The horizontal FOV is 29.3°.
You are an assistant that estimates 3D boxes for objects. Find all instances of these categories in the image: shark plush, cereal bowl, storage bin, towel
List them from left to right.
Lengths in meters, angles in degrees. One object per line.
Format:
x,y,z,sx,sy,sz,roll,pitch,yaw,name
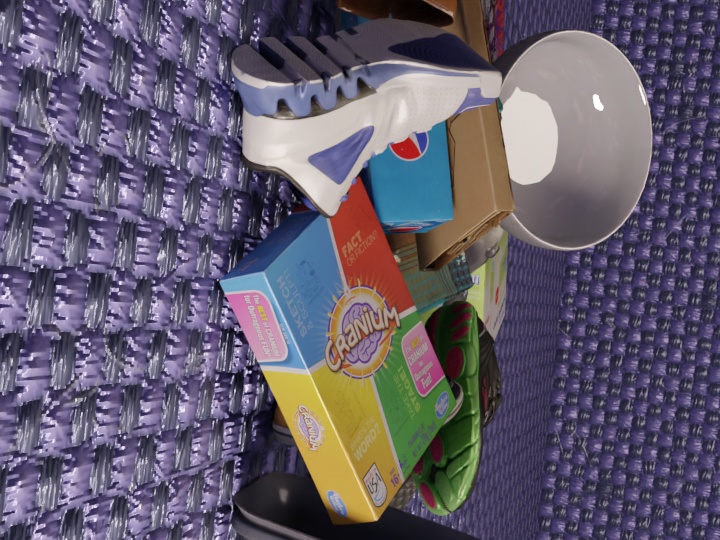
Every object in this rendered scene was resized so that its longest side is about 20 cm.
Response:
-0.006,0.250,1.023,0.145,0.197,0.136,-15,122,-75,storage bin
0.027,-0.031,1.151,0.199,0.021,0.149,-22,101,-53,towel
0.102,-0.049,1.370,0.201,0.090,0.084,-54,-169,24,shark plush
0.172,-0.119,1.272,0.198,0.083,0.204,-2,94,-33,cereal bowl

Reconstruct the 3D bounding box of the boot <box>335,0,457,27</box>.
0.066,-0.251,1.017,0.074,0.197,0.157,100,-11,-64,boot

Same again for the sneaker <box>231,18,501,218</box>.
-0.007,-0.104,0.964,0.081,0.197,0.116,50,-41,42,sneaker

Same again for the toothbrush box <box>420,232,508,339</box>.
0.118,-0.011,1.585,0.146,0.085,0.203,-56,150,-61,toothbrush box

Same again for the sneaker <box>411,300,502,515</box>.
0.095,0.124,1.226,0.084,0.076,0.202,37,50,-37,sneaker

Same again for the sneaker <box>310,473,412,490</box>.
0.007,0.178,1.218,0.080,0.085,0.203,60,38,-66,sneaker

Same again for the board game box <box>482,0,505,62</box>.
0.113,-0.175,1.317,0.120,0.032,0.203,-59,150,-63,board game box

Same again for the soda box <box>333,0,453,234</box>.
0.024,-0.133,1.078,0.064,0.067,0.203,155,-69,-71,soda box

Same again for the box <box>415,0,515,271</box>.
0.068,-0.117,1.093,0.163,0.021,0.203,138,-53,-66,box

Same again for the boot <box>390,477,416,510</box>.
0.037,0.131,1.373,0.131,0.067,0.203,-60,155,-70,boot

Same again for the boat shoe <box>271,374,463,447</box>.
0.012,0.098,1.114,0.198,0.074,0.063,-3,99,-43,boat shoe

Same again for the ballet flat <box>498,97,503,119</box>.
0.063,-0.181,1.206,0.067,0.075,0.202,17,40,-42,ballet flat

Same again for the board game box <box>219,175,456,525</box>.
-0.010,0.056,0.998,0.153,0.040,0.202,-48,120,-50,board game box
